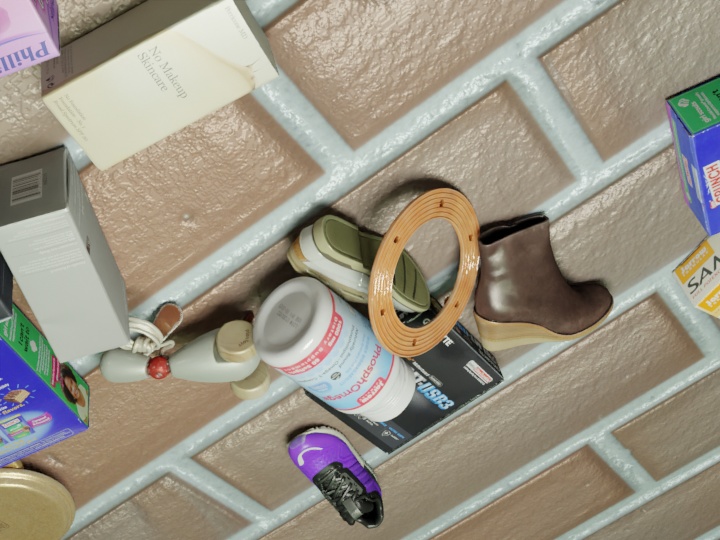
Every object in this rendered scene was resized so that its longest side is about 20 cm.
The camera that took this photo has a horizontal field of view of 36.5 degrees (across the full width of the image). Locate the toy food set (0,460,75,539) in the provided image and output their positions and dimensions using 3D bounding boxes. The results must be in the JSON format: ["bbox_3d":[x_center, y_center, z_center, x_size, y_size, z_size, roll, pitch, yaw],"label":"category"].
[{"bbox_3d":[-0.473,0.314,1.415,0.200,0.049,0.198,31,117,-37],"label":"toy food set"}]

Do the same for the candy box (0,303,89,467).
[{"bbox_3d":[-0.433,0.133,1.245,0.169,0.077,0.200,-23,135,6],"label":"candy box"}]

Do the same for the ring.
[{"bbox_3d":[0.072,0.002,1.253,0.200,0.019,0.201,-24,123,-44],"label":"ring"}]

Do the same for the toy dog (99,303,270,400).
[{"bbox_3d":[-0.197,0.086,1.284,0.199,0.097,0.132,14,134,-11],"label":"toy dog"}]

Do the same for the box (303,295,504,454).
[{"bbox_3d":[0.055,0.135,1.419,0.198,0.050,0.200,-34,132,15],"label":"box"}]

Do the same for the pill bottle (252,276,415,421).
[{"bbox_3d":[-0.024,0.099,1.263,0.109,0.109,0.200,-37,133,16],"label":"pill bottle"}]

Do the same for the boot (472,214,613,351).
[{"bbox_3d":[0.232,0.008,1.344,0.199,0.072,0.167,-16,125,-18],"label":"boot"}]

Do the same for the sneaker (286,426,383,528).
[{"bbox_3d":[-0.023,0.293,1.497,0.069,0.100,0.200,-34,132,12],"label":"sneaker"}]

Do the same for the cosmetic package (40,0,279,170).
[{"bbox_3d":[-0.190,-0.191,1.032,0.199,0.073,0.104,-27,133,9],"label":"cosmetic package"}]

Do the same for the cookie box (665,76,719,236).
[{"bbox_3d":[0.470,-0.156,1.264,0.199,0.075,0.171,-24,134,4],"label":"cookie box"}]

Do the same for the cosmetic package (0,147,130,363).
[{"bbox_3d":[-0.309,-0.012,1.134,0.090,0.107,0.200,-17,135,-1],"label":"cosmetic package"}]

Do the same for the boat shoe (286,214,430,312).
[{"bbox_3d":[0.000,0.000,1.270,0.068,0.075,0.200,-28,137,33],"label":"boat shoe"}]

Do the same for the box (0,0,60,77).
[{"bbox_3d":[-0.374,-0.251,0.904,0.175,0.097,0.200,-20,134,1],"label":"box"}]

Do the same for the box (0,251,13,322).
[{"bbox_3d":[-0.420,-0.049,1.035,0.104,0.148,0.200,-19,133,0],"label":"box"}]

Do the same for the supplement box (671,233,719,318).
[{"bbox_3d":[0.529,0.013,1.436,0.199,0.074,0.126,20,122,-31],"label":"supplement box"}]
